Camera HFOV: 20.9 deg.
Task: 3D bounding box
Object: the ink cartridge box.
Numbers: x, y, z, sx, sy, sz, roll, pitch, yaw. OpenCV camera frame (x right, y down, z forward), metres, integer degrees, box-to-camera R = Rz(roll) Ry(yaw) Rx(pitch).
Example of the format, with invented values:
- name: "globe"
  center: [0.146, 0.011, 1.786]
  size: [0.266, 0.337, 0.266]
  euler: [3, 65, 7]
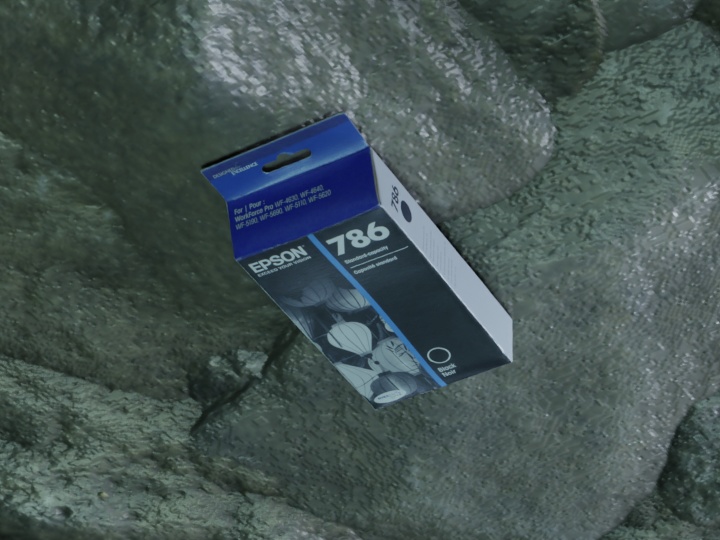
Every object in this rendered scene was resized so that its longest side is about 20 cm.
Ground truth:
- name: "ink cartridge box"
  center: [0.000, 0.000, 1.119]
  size: [0.099, 0.039, 0.200]
  euler: [-21, 132, 25]
